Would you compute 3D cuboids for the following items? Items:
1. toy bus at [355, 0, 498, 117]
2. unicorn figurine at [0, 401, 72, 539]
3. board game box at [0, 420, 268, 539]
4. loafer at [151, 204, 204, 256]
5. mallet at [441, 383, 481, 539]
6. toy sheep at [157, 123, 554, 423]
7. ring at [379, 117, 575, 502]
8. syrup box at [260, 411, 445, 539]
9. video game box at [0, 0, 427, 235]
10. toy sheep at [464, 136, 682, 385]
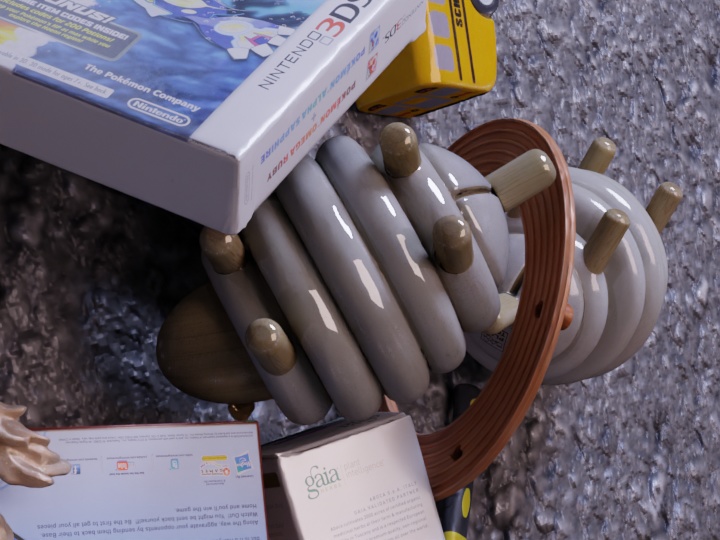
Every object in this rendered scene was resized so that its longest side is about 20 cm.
[{"bbox_3d":[0.027,-0.193,1.070,0.078,0.065,0.200,2,77,-48],"label":"toy bus"},{"bbox_3d":[-0.215,0.088,0.678,0.200,0.074,0.137,-35,92,-44],"label":"unicorn figurine"},{"bbox_3d":[-0.131,0.116,0.759,0.200,0.019,0.103,1,75,-28],"label":"board game box"},{"bbox_3d":[-0.073,-0.054,0.904,0.200,0.063,0.072,46,46,-30],"label":"loafer"},{"bbox_3d":[0.044,0.148,1.002,0.066,0.041,0.200,28,53,-39],"label":"mallet"},{"bbox_3d":[0.000,0.000,0.837,0.138,0.200,0.138,155,-90,-88],"label":"toy sheep"},{"bbox_3d":[0.052,0.020,0.923,0.019,0.200,0.201,18,62,-24],"label":"ring"},{"bbox_3d":[-0.002,0.174,0.886,0.079,0.081,0.200,-15,89,-34],"label":"syrup box"},{"bbox_3d":[-0.095,-0.111,0.808,0.182,0.200,0.047,-51,156,-47],"label":"video game box"},{"bbox_3d":[0.112,0.001,1.053,0.200,0.138,0.138,-16,90,-56],"label":"toy sheep"}]
